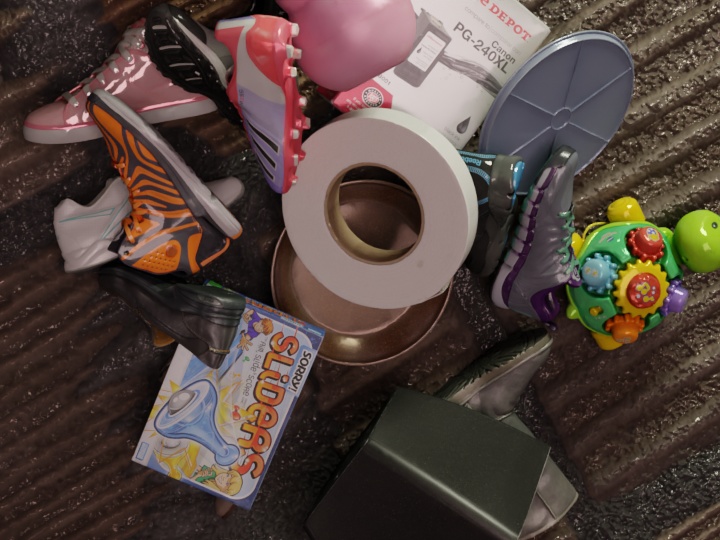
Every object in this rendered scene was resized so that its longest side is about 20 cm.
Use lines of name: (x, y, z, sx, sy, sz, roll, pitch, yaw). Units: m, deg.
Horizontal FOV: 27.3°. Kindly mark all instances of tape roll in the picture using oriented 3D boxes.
tape roll: (0.019, -0.060, 1.475, 0.201, 0.037, 0.204, 8, 114, 18)

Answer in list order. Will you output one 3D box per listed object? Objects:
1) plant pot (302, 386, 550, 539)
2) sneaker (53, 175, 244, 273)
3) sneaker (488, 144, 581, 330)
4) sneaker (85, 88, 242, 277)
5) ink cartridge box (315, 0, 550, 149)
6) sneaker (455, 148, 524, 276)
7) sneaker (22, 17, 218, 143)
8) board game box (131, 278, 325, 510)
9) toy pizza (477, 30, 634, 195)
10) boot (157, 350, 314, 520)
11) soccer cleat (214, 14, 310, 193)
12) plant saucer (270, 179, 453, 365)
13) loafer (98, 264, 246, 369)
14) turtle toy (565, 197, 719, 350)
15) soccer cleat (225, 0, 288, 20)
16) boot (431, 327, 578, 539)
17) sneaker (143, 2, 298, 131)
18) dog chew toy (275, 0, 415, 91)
plant pot: (0.059, 0.243, 1.552, 0.177, 0.200, 0.200, 37, 118, 0)
sneaker: (-0.214, -0.065, 1.495, 0.199, 0.070, 0.081, -20, 91, -12)
sneaker: (0.209, -0.034, 1.566, 0.087, 0.074, 0.201, 28, 124, 15)
sneaker: (-0.213, -0.071, 1.414, 0.112, 0.078, 0.200, -42, 107, -1)
ink cartridge box: (0.074, -0.215, 1.516, 0.145, 0.083, 0.201, 36, 94, -18)
sneaker: (0.119, -0.065, 1.535, 0.081, 0.200, 0.074, 15, 60, 8)
sneaker: (-0.240, -0.190, 1.454, 0.199, 0.075, 0.105, -14, 111, -17)
board game box: (-0.135, 0.127, 1.515, 0.134, 0.034, 0.201, 22, 101, -2)
toy pizza: (0.200, -0.166, 1.544, 0.199, 0.032, 0.201, -23, 139, -22)
boot: (-0.149, 0.146, 1.568, 0.146, 0.070, 0.201, 32, 94, -12)
soccer cleat: (-0.092, -0.156, 1.395, 0.076, 0.067, 0.201, 8, 139, 8)
plant saucer: (0.000, 0.000, 1.577, 0.199, 0.037, 0.202, -3, 104, -11)
loafer: (-0.197, 0.040, 1.462, 0.072, 0.199, 0.073, 7, 97, -44)
turtle toy: (0.310, -0.001, 1.613, 0.199, 0.101, 0.146, -32, 108, -4)
soccer cleat: (-0.063, -0.309, 1.471, 0.081, 0.068, 0.201, 26, 99, -25)
boot: (0.184, 0.185, 1.645, 0.181, 0.073, 0.200, -35, 102, 12)
sneaker: (-0.132, -0.204, 1.434, 0.200, 0.074, 0.080, 35, 67, -46)
dog chew toy: (-0.031, -0.273, 1.398, 0.124, 0.125, 0.201, -28, 94, -5)
